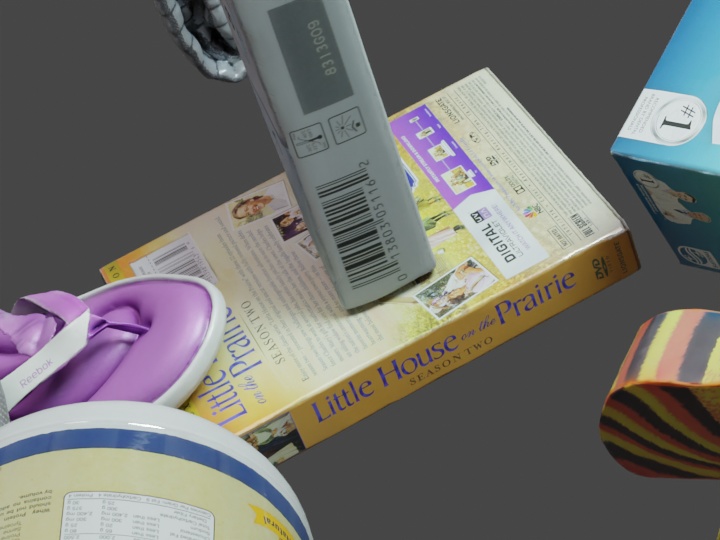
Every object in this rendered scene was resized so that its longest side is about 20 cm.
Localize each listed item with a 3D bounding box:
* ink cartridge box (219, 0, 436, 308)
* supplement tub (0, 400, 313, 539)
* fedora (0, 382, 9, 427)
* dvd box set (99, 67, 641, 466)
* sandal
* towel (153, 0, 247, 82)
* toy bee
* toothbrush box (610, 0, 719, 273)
[{"bbox_3d":[-0.036,-0.103,0.978,0.047,0.160,0.200,-24,38,-4],"label":"ink cartridge box"},{"bbox_3d":[-0.086,0.158,0.765,0.144,0.145,0.200,-15,39,12],"label":"supplement tub"},{"bbox_3d":[-0.207,0.092,0.935,0.177,0.090,0.200,-43,53,-5],"label":"fedora"},{"bbox_3d":[0.000,0.000,0.994,0.200,0.029,0.146,-28,39,-7],"label":"dvd box set"},{"bbox_3d":[-0.145,0.040,0.981,0.202,0.050,0.083,-12,55,35],"label":"sandal"},{"bbox_3d":[-0.091,-0.215,1.156,0.085,0.200,0.166,-23,39,-1],"label":"towel"},{"bbox_3d":[0.168,0.033,0.803,0.199,0.109,0.131,-11,44,20],"label":"toy bee"},{"bbox_3d":[0.221,-0.064,0.888,0.200,0.085,0.147,13,65,39],"label":"toothbrush box"}]
